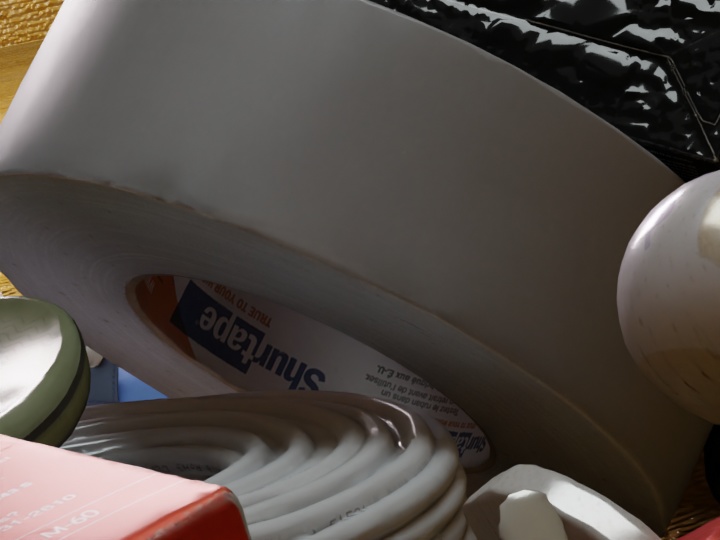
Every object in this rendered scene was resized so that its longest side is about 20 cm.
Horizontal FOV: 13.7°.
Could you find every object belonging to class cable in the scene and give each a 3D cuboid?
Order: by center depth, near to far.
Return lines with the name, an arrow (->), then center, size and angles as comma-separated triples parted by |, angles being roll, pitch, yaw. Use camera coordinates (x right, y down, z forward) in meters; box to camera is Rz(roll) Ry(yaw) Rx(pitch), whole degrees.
cable -> -0.069, 0.077, 0.706 | 0.200, 0.069, 0.200 | -6, 9, 14

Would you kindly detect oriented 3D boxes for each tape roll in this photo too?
tape roll -> 0.000, 0.000, 0.779 | 0.200, 0.066, 0.200 | 23, -17, 7

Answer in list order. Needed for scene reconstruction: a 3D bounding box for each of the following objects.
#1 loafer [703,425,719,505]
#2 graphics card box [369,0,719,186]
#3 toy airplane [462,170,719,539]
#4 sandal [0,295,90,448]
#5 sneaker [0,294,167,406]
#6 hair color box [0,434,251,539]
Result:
loafer -> 0.185, 0.042, 0.761 | 0.200, 0.073, 0.072 | -7, -20, 33
graphics card box -> 0.068, -0.020, 0.819 | 0.125, 0.051, 0.200 | 18, -17, 26
toy airplane -> 0.082, 0.044, 0.544 | 0.199, 0.141, 0.200 | -24, 18, 13
sandal -> -0.134, 0.030, 0.646 | 0.080, 0.057, 0.201 | -1, 10, 38
sneaker -> -0.137, 0.007, 0.950 | 0.200, 0.147, 0.081 | -11, 10, -16
hair color box -> -0.076, 0.085, 0.506 | 0.064, 0.111, 0.200 | -26, 17, -29
